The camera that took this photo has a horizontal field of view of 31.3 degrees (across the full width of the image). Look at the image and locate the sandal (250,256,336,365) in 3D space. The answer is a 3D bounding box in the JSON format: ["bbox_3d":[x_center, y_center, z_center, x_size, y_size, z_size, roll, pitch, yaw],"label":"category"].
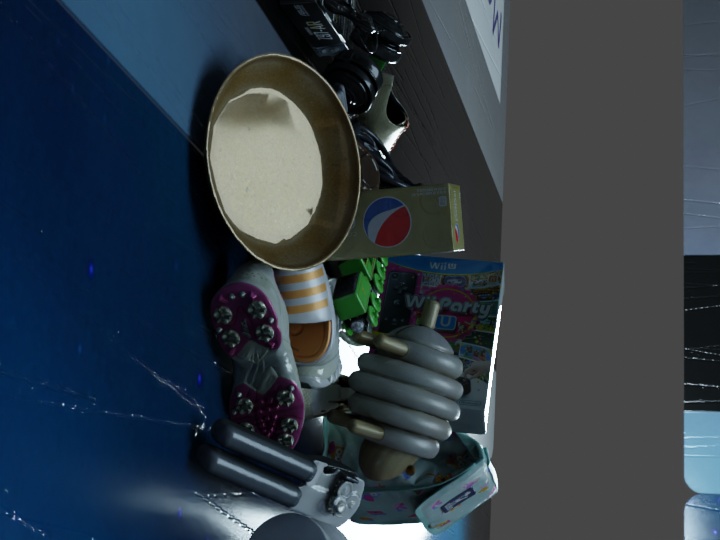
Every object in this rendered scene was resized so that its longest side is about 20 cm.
[{"bbox_3d":[-0.077,-0.010,1.250,0.059,0.078,0.209,1,80,-77],"label":"sandal"}]

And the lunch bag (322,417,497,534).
[{"bbox_3d":[0.064,0.242,1.544,0.171,0.198,0.123,62,31,-63],"label":"lunch bag"}]

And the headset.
[{"bbox_3d":[-0.004,-0.245,1.439,0.124,0.093,0.200,-59,178,-9],"label":"headset"}]

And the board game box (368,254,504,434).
[{"bbox_3d":[0.086,0.083,1.503,0.065,0.146,0.201,80,18,-54],"label":"board game box"}]

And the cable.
[{"bbox_3d":[0.013,-0.125,1.528,0.163,0.051,0.200,35,14,-37],"label":"cable"}]

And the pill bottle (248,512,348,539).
[{"bbox_3d":[-0.047,0.314,1.278,0.200,0.112,0.114,65,28,-58],"label":"pill bottle"}]

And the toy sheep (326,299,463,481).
[{"bbox_3d":[0.046,0.127,1.366,0.138,0.137,0.202,28,82,-74],"label":"toy sheep"}]

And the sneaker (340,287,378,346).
[{"bbox_3d":[-0.004,0.000,1.532,0.116,0.073,0.201,-80,164,-45],"label":"sneaker"}]

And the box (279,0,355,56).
[{"bbox_3d":[-0.043,-0.363,1.444,0.160,0.043,0.202,37,54,-72],"label":"box"}]

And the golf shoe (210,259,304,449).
[{"bbox_3d":[-0.088,0.082,1.209,0.092,0.075,0.202,-79,166,-59],"label":"golf shoe"}]

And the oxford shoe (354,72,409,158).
[{"bbox_3d":[0.027,-0.172,1.653,0.201,0.074,0.071,73,21,-51],"label":"oxford shoe"}]

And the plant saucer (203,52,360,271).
[{"bbox_3d":[-0.078,-0.098,1.193,0.199,0.035,0.202,8,79,-48],"label":"plant saucer"}]

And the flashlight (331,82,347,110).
[{"bbox_3d":[-0.039,-0.102,1.411,0.068,0.067,0.202,-40,130,-56],"label":"flashlight"}]

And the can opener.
[{"bbox_3d":[-0.072,0.186,1.182,0.199,0.066,0.053,31,90,-43],"label":"can opener"}]

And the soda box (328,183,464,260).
[{"bbox_3d":[0.001,-0.045,1.295,0.064,0.198,0.068,-9,94,-76],"label":"soda box"}]

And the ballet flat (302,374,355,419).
[{"bbox_3d":[-0.041,0.129,1.406,0.200,0.062,0.068,14,76,-75],"label":"ballet flat"}]

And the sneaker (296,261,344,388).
[{"bbox_3d":[-0.049,0.053,1.344,0.200,0.074,0.082,-79,173,-62],"label":"sneaker"}]

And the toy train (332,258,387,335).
[{"bbox_3d":[0.000,0.000,1.366,0.200,0.041,0.057,-79,146,-61],"label":"toy train"}]

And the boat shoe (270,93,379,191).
[{"bbox_3d":[-0.064,-0.129,1.305,0.202,0.074,0.075,45,42,-38],"label":"boat shoe"}]
